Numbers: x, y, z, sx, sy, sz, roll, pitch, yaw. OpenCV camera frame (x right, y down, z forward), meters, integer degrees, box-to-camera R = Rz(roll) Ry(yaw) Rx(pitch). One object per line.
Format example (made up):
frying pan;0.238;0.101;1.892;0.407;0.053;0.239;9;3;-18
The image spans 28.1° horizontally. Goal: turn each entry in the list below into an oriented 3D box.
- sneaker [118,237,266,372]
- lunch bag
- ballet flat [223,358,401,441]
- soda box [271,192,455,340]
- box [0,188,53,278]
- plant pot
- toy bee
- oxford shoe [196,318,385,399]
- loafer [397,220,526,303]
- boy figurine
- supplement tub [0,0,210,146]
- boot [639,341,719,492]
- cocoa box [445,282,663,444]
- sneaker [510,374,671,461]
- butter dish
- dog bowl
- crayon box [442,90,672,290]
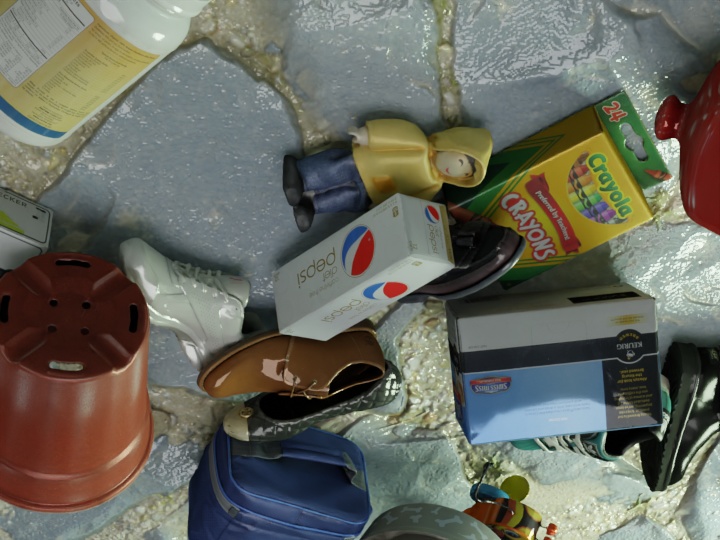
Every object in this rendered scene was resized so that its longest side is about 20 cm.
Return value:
sneaker;-0.164;0.021;1.447;0.099;0.078;0.200;-30;135;10
lunch bag;-0.080;0.247;1.592;0.199;0.136;0.132;16;127;-22
ballet flat;-0.053;0.134;1.548;0.199;0.067;0.057;-17;137;-1
soda box;0.000;0.000;1.393;0.064;0.068;0.200;11;150;-39
box;-0.398;0.003;1.409;0.116;0.060;0.200;26;122;-25
plant pot;-0.286;0.097;1.384;0.200;0.201;0.196;8;140;-11
toy bee;0.164;0.298;1.646;0.108;0.200;0.131;24;85;5
oxford shoe;-0.068;0.103;1.480;0.199;0.071;0.071;-12;144;-16
loafer;0.076;-0.013;1.391;0.063;0.072;0.200;44;151;-18
boy figurine;0.030;-0.090;1.372;0.199;0.065;0.125;-10;129;8
supplement tub;-0.233;-0.213;1.191;0.200;0.145;0.145;-35;124;21
boot;0.408;0.169;1.611;0.157;0.080;0.212;3;129;-8
cocoa box;0.193;0.093;1.463;0.199;0.133;0.132;-6;97;-1
sneaker;0.245;0.172;1.581;0.200;0.080;0.071;-21;130;31
butter dish;0.343;-0.124;1.320;0.147;0.200;0.200;15;131;12
dog bowl;0.082;0.342;1.606;0.199;0.059;0.201;11;129;14
crayon box;0.197;-0.076;1.406;0.200;0.051;0.127;-28;126;16
